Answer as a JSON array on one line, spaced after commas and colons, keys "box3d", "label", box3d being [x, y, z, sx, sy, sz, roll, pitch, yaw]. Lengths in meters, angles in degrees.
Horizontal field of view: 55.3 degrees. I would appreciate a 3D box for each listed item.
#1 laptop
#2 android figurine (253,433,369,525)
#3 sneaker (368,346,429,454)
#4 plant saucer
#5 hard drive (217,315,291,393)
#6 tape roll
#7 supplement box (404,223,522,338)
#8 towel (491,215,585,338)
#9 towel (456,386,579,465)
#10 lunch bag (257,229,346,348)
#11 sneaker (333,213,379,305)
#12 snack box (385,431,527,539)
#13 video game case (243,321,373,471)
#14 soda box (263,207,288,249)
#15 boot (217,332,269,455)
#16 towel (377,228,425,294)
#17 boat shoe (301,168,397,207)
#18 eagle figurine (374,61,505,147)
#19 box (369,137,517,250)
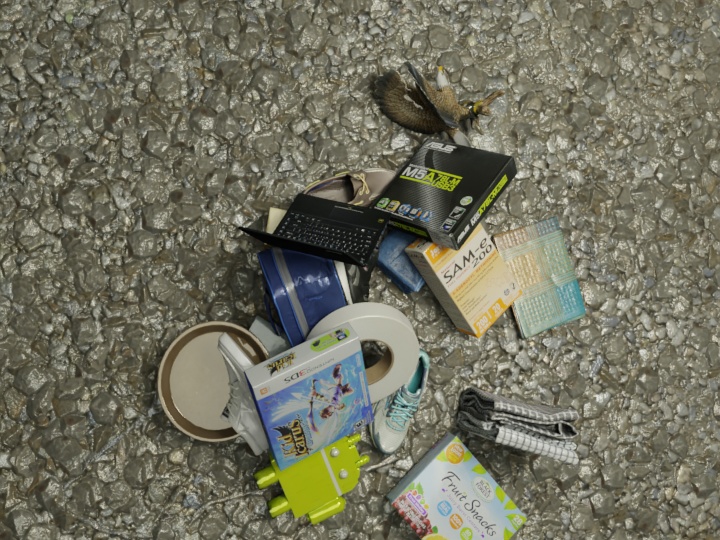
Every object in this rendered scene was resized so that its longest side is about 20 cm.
[{"box3d": [-0.064, -0.077, 1.066, 0.174, 0.105, 0.202, 13, 48, 16], "label": "laptop"}, {"box3d": [-0.081, 0.351, 1.200, 0.196, 0.041, 0.186, -22, 107, -10], "label": "android figurine"}, {"box3d": [0.070, 0.229, 1.225, 0.076, 0.086, 0.204, 18, 83, -10], "label": "sneaker"}, {"box3d": [-0.246, 0.189, 1.177, 0.195, 0.029, 0.205, 1, 86, -9], "label": "plant saucer"}, {"box3d": [-0.135, 0.193, 1.225, 0.198, 0.033, 0.141, 31, 81, -5], "label": "hard drive"}, {"box3d": [0.001, 0.143, 1.147, 0.198, 0.037, 0.206, -8, 127, -11], "label": "tape roll"}, {"box3d": [0.188, 0.002, 1.238, 0.126, 0.073, 0.201, -42, 111, -13], "label": "supplement box"}, {"box3d": [0.343, 0.012, 1.322, 0.144, 0.022, 0.204, -16, 86, -11], "label": "towel"}, {"box3d": [0.271, 0.262, 1.199, 0.162, 0.200, 0.087, 17, 82, -8], "label": "towel"}, {"box3d": [-0.098, 0.047, 1.167, 0.130, 0.202, 0.137, -19, 45, -5], "label": "lunch bag"}, {"box3d": [0.000, 0.000, 1.185, 0.086, 0.076, 0.204, -18, 112, -2], "label": "sneaker"}, {"box3d": [0.171, 0.425, 1.236, 0.168, 0.068, 0.201, -41, 93, -9], "label": "snack box"}, {"box3d": [-0.075, 0.203, 1.089, 0.178, 0.046, 0.203, -23, 129, -16], "label": "video game case"}, {"box3d": [-0.073, -0.058, 1.240, 0.195, 0.064, 0.069, 10, 84, -7], "label": "soda box"}, {"box3d": [-0.196, 0.208, 1.129, 0.095, 0.073, 0.202, -37, 98, -10], "label": "boot"}, {"box3d": [0.118, -0.063, 1.278, 0.111, 0.049, 0.201, 41, 81, -3], "label": "towel"}, {"box3d": [-0.018, -0.147, 1.257, 0.196, 0.060, 0.073, -15, 86, -10], "label": "boat shoe"}, {"box3d": [0.135, -0.306, 1.257, 0.196, 0.153, 0.153, 0, 48, -25], "label": "eagle figurine"}, {"box3d": [0.144, -0.140, 1.210, 0.194, 0.198, 0.048, -51, 136, -17], "label": "box"}]
